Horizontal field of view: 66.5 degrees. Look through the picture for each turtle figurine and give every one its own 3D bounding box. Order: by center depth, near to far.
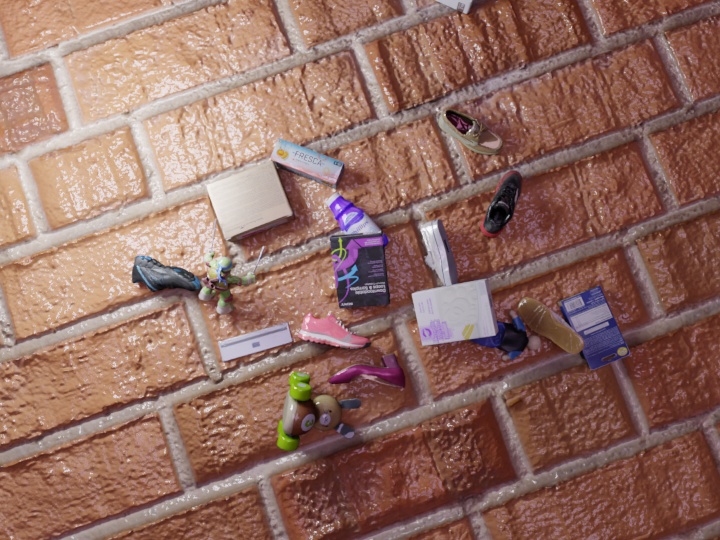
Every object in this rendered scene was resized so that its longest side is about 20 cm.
[{"bbox_3d":[-0.351,0.009,1.467,0.143,0.194,0.201,14,44,-19],"label":"turtle figurine"}]

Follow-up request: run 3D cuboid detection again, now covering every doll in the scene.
[{"bbox_3d":[0.392,0.173,1.485,0.199,0.048,0.137,15,85,3],"label":"doll"}]

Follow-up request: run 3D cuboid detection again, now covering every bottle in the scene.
[{"bbox_3d":[-0.012,-0.128,1.513,0.083,0.065,0.200,-42,85,2],"label":"bottle"}]

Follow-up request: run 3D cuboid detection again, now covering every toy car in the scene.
[{"bbox_3d":[-0.102,0.376,1.428,0.199,0.158,0.165,13,96,-10],"label":"toy car"}]

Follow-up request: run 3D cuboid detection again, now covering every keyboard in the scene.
[{"bbox_3d":[-0.290,0.197,1.511,0.199,0.011,0.057,-16,89,-1],"label":"keyboard"}]

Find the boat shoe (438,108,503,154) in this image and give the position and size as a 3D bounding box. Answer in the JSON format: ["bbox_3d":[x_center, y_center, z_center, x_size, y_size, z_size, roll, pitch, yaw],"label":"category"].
[{"bbox_3d":[0.311,-0.389,1.538,0.199,0.066,0.074,26,85,3],"label":"boat shoe"}]

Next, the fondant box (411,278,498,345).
[{"bbox_3d":[0.249,0.111,1.447,0.199,0.058,0.145,-12,91,23],"label":"fondant box"}]

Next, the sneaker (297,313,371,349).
[{"bbox_3d":[-0.066,0.162,1.479,0.199,0.074,0.087,10,83,2],"label":"sneaker"}]

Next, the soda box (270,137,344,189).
[{"bbox_3d":[-0.147,-0.298,1.535,0.199,0.064,0.069,22,84,2],"label":"soda box"}]

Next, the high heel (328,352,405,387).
[{"bbox_3d":[0.019,0.294,1.464,0.199,0.067,0.097,-18,73,-5],"label":"high heel"}]

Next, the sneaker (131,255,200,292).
[{"bbox_3d":[-0.534,0.025,1.508,0.199,0.073,0.082,20,96,11],"label":"sneaker"}]

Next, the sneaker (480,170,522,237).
[{"bbox_3d":[0.395,-0.188,1.500,0.071,0.098,0.201,26,83,5],"label":"sneaker"}]

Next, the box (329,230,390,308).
[{"bbox_3d":[0.000,0.000,1.475,0.142,0.036,0.201,-6,105,8],"label":"box"}]

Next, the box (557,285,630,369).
[{"bbox_3d":[0.634,0.156,1.492,0.121,0.032,0.201,-21,83,-1],"label":"box"}]

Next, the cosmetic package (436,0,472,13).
[{"bbox_3d":[0.283,-0.881,1.542,0.164,0.165,0.201,26,83,4],"label":"cosmetic package"}]

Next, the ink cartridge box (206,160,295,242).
[{"bbox_3d":[-0.301,-0.189,1.519,0.199,0.075,0.166,-20,85,-2],"label":"ink cartridge box"}]

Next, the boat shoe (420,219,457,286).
[{"bbox_3d":[0.211,-0.036,1.507,0.070,0.071,0.201,-15,93,30],"label":"boat shoe"}]

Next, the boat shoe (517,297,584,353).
[{"bbox_3d":[0.513,0.150,1.480,0.200,0.069,0.071,44,106,24],"label":"boat shoe"}]
